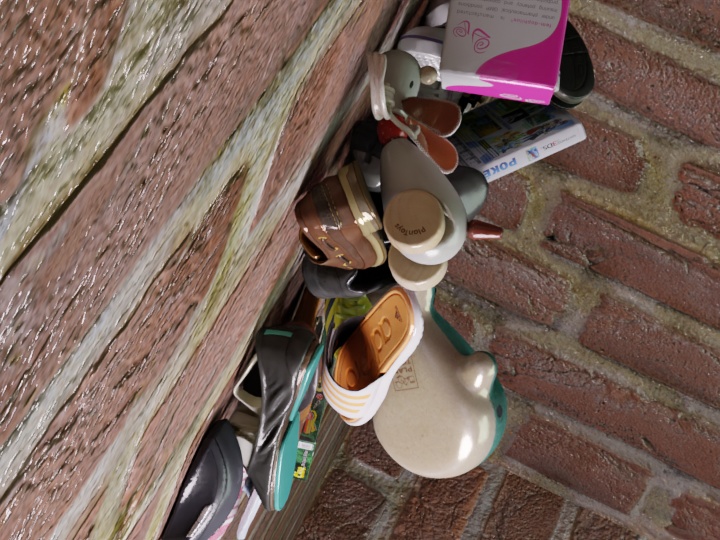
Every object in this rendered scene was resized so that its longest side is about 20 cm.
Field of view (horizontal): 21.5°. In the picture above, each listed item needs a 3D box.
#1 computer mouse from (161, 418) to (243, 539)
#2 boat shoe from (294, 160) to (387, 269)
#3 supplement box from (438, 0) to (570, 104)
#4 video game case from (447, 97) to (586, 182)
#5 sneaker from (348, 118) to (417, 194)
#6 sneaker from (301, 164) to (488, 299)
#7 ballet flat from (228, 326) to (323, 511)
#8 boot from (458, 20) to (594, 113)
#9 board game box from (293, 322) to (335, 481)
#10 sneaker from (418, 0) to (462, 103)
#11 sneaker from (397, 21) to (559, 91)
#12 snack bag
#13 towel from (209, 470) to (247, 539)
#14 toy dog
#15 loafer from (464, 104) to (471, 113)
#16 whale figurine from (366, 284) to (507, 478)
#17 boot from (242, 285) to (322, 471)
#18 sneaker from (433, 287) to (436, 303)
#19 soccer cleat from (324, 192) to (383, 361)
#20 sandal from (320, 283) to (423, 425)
[{"bbox_3d":[-0.139,0.221,1.692,0.140,0.046,0.201,-40,155,-78],"label":"computer mouse"},{"bbox_3d":[-0.020,-0.039,1.584,0.067,0.072,0.200,-22,169,-1],"label":"boat shoe"},{"bbox_3d":[0.131,-0.251,1.611,0.103,0.100,0.202,55,45,-85],"label":"supplement box"},{"bbox_3d":[0.116,-0.124,1.888,0.181,0.022,0.200,-24,-162,-2],"label":"video game case"},{"bbox_3d":[0.027,-0.100,1.720,0.080,0.075,0.200,-64,176,23],"label":"sneaker"},{"bbox_3d":[0.046,-0.029,1.736,0.199,0.076,0.091,-36,-156,-19],"label":"sneaker"},{"bbox_3d":[-0.081,0.125,1.681,0.068,0.068,0.201,-60,167,-54],"label":"ballet flat"},{"bbox_3d":[0.144,-0.205,1.906,0.073,0.204,0.154,-17,150,-35],"label":"boot"},{"bbox_3d":[-0.039,0.107,1.965,0.105,0.023,0.201,108,-5,-61],"label":"board game box"},{"bbox_3d":[0.079,-0.190,1.845,0.201,0.074,0.100,109,7,-52],"label":"sneaker"},{"bbox_3d":[0.107,-0.229,1.739,0.200,0.072,0.115,3,89,-48],"label":"sneaker"},{"bbox_3d":[-0.090,0.169,2.024,0.200,0.021,0.189,-77,-170,-60],"label":"snack bag"},{"bbox_3d":[-0.143,0.247,1.926,0.147,0.030,0.201,-58,172,-55],"label":"towel"},{"bbox_3d":[0.062,-0.086,1.544,0.132,0.095,0.202,-1,85,-89],"label":"toy dog"},{"bbox_3d":[0.065,-0.148,2.031,0.201,0.070,0.070,-60,-175,-14],"label":"loafer"},{"bbox_3d":[0.070,0.092,1.795,0.158,0.202,0.104,-13,-174,39],"label":"whale figurine"},{"bbox_3d":[-0.054,0.072,1.801,0.201,0.068,0.189,-70,169,-50],"label":"boot"},{"bbox_3d":[0.059,-0.003,1.898,0.076,0.087,0.201,-48,-134,45],"label":"sneaker"},{"bbox_3d":[-0.001,0.000,1.827,0.084,0.064,0.202,-4,101,-86],"label":"soccer cleat"},{"bbox_3d":[-0.004,0.074,1.740,0.207,0.059,0.080,120,-44,-53],"label":"sandal"}]
